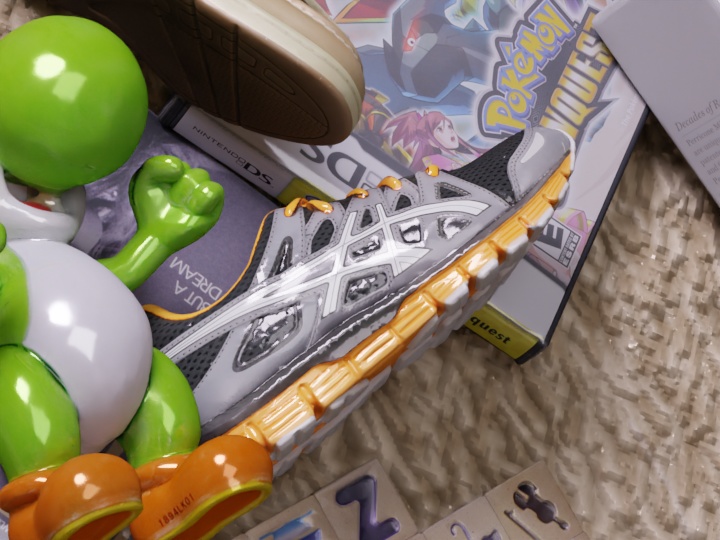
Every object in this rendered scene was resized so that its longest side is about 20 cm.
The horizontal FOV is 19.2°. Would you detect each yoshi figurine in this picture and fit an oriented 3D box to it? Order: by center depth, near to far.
[{"bbox_3d":[-0.097,-0.006,0.730,0.111,0.113,0.201,-23,68,-4],"label":"yoshi figurine"}]

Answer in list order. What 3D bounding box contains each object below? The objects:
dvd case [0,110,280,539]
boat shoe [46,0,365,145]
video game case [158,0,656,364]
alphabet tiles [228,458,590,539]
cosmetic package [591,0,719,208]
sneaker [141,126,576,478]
[{"bbox_3d":[-0.111,0.026,0.799,0.148,0.016,0.200,37,60,-6],"label":"dvd case"},{"bbox_3d":[-0.071,-0.118,0.810,0.200,0.073,0.063,34,64,20],"label":"boat shoe"},{"bbox_3d":[0.035,-0.089,0.896,0.180,0.025,0.201,33,58,-10],"label":"video game case"},{"bbox_3d":[0.022,0.157,0.800,0.199,0.008,0.168,-27,83,-33],"label":"alphabet tiles"},{"bbox_3d":[0.201,-0.061,0.922,0.102,0.074,0.200,-36,91,-37],"label":"cosmetic package"},{"bbox_3d":[0.000,0.000,0.797,0.200,0.078,0.077,-37,78,-21],"label":"sneaker"}]
